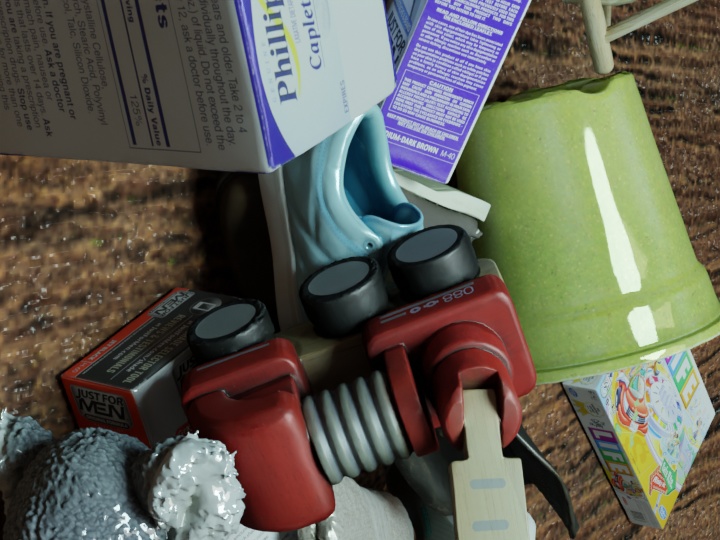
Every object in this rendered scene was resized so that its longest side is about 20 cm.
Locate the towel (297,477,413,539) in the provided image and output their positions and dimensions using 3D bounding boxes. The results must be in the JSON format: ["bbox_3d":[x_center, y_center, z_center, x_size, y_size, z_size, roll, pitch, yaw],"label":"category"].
[{"bbox_3d":[0.008,0.219,0.898,0.132,0.034,0.202,38,39,-61],"label":"towel"}]

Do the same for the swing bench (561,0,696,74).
[{"bbox_3d":[0.173,-0.283,1.030,0.200,0.129,0.200,51,31,-29],"label":"swing bench"}]

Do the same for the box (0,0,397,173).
[{"bbox_3d":[-0.100,-0.153,0.700,0.105,0.199,0.185,-34,122,-45],"label":"box"}]

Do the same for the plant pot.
[{"bbox_3d":[0.145,-0.036,1.067,0.200,0.199,0.186,-23,103,-48],"label":"plant pot"}]

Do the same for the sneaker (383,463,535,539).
[{"bbox_3d":[0.069,0.155,1.018,0.080,0.070,0.201,14,46,-31],"label":"sneaker"}]

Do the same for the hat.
[{"bbox_3d":[0.054,0.093,0.935,0.081,0.201,0.201,-33,130,1],"label":"hat"}]

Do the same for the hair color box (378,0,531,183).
[{"bbox_3d":[0.058,-0.168,0.908,0.064,0.110,0.201,19,115,-15],"label":"hair color box"}]

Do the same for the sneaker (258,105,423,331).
[{"bbox_3d":[0.000,0.000,0.842,0.074,0.082,0.202,-27,106,-44],"label":"sneaker"}]

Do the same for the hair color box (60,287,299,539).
[{"bbox_3d":[-0.090,0.122,0.874,0.101,0.061,0.201,-39,126,-42],"label":"hair color box"}]

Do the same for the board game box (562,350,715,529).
[{"bbox_3d":[0.248,0.113,1.331,0.135,0.034,0.201,-58,136,-29],"label":"board game box"}]

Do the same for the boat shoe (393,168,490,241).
[{"bbox_3d":[0.001,-0.041,0.951,0.200,0.072,0.061,17,97,-41],"label":"boat shoe"}]

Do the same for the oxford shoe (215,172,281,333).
[{"bbox_3d":[-0.036,0.028,0.898,0.085,0.072,0.201,-84,156,-59],"label":"oxford shoe"}]

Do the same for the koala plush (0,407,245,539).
[{"bbox_3d":[-0.126,0.169,0.757,0.183,0.176,0.202,-17,104,-54],"label":"koala plush"}]

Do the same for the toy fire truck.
[{"bbox_3d":[0.010,0.091,0.746,0.200,0.175,0.129,-105,175,-67],"label":"toy fire truck"}]
